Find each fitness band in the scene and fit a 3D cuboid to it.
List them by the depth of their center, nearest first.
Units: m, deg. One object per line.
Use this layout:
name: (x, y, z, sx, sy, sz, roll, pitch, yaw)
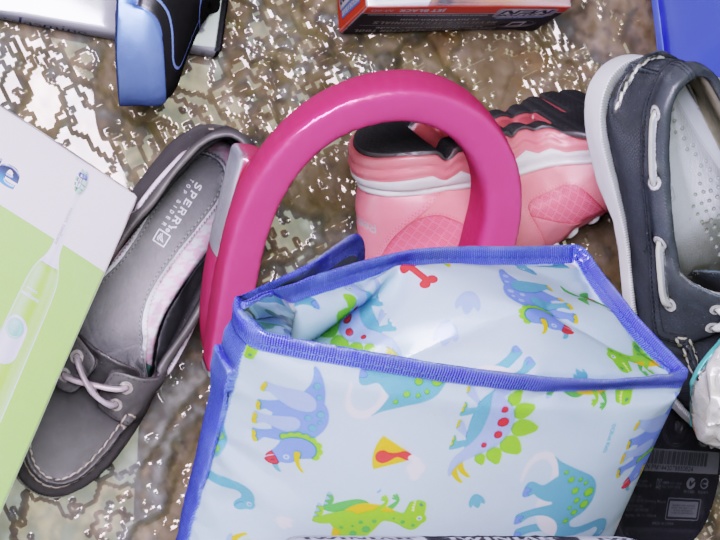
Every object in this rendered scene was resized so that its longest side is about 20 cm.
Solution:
fitness band: (0.000, 0.000, 0.831, 0.142, 0.038, 0.201, 3, 120, -19)

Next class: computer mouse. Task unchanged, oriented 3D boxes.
computer mouse: (0.176, 0.045, 0.915, 0.139, 0.046, 0.202, 0, 97, -32)

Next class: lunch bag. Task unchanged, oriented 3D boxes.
lunch bag: (0.017, 0.082, 0.791, 0.198, 0.128, 0.171, -3, 125, -29)

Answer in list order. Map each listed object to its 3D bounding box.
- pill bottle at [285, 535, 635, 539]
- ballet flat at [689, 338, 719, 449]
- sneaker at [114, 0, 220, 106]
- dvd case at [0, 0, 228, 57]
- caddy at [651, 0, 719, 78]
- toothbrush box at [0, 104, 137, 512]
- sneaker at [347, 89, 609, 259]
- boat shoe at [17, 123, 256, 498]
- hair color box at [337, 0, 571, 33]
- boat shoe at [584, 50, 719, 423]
pill bottle: (0.064, 0.161, 0.720, 0.198, 0.106, 0.107, 1, 84, -12)
ballet flat: (0.242, 0.022, 0.826, 0.199, 0.072, 0.072, -33, 92, -19)
sneaker: (-0.072, -0.173, 0.850, 0.077, 0.070, 0.202, 9, 82, -6)
dvd case: (-0.157, -0.193, 0.877, 0.198, 0.018, 0.144, 9, 84, -12)
caddy: (0.222, -0.128, 0.906, 0.140, 0.105, 0.202, 9, 62, -20)
toothbrush box: (-0.208, 0.021, 0.769, 0.145, 0.086, 0.201, 33, 64, -27)
sneaker: (0.084, -0.039, 0.902, 0.198, 0.074, 0.088, -6, 116, -20)
boat shoe: (-0.110, 0.015, 0.848, 0.067, 0.057, 0.201, 30, 79, -8)
hair color box: (0.042, -0.226, 0.902, 0.110, 0.064, 0.202, -3, 87, -14)
boat shoe: (0.162, -0.006, 0.837, 0.075, 0.060, 0.201, -34, 112, -21)
